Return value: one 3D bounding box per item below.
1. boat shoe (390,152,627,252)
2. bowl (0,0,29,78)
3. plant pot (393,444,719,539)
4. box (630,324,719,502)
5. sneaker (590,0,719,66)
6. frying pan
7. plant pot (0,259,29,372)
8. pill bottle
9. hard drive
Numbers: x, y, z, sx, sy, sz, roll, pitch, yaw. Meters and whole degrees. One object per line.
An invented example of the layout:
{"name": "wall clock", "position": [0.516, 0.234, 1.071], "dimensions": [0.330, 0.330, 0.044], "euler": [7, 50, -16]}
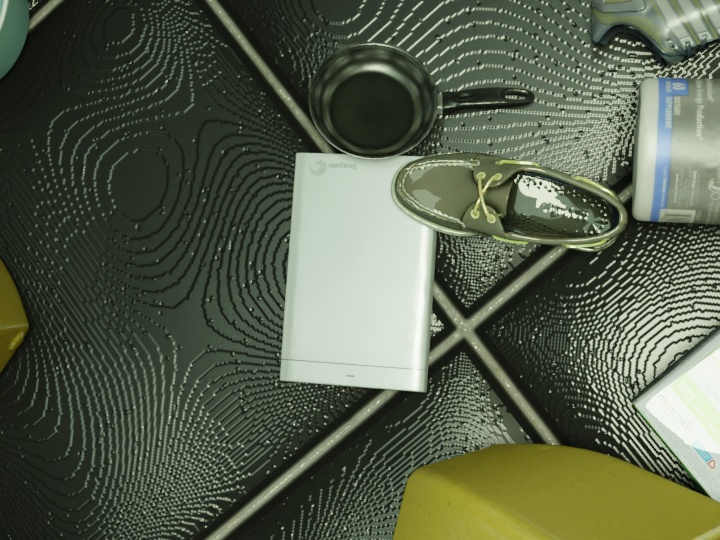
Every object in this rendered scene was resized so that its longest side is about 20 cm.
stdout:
{"name": "boat shoe", "position": [0.123, -0.060, 0.888], "dimensions": [0.198, 0.060, 0.073], "euler": [11, 88, 4]}
{"name": "bowl", "position": [-0.394, -0.245, 1.010], "dimensions": [0.197, 0.105, 0.205], "euler": [-1, 85, 13]}
{"name": "plant pot", "position": [0.126, 0.235, 0.789], "dimensions": [0.199, 0.192, 0.199], "euler": [28, 113, 41]}
{"name": "box", "position": [0.338, 0.123, 0.819], "dimensions": [0.176, 0.097, 0.201], "euler": [-41, 78, 6]}
{"name": "sneaker", "position": [0.281, -0.205, 0.879], "dimensions": [0.197, 0.074, 0.082], "euler": [17, 96, 21]}
{"name": "frying pan", "position": [0.045, -0.160, 0.942], "dimensions": [0.187, 0.031, 0.116], "euler": [-21, 71, -11]}
{"name": "plant pot", "position": [-0.420, 0.041, 0.954], "dimensions": [0.199, 0.195, 0.196], "euler": [35, 93, 6]}
{"name": "pill bottle", "position": [0.315, -0.091, 0.833], "dimensions": [0.196, 0.114, 0.116], "euler": [3, 86, 13]}
{"name": "hard drive", "position": [0.000, 0.000, 0.942], "dimensions": [0.130, 0.027, 0.204], "euler": [3, 86, 13]}
